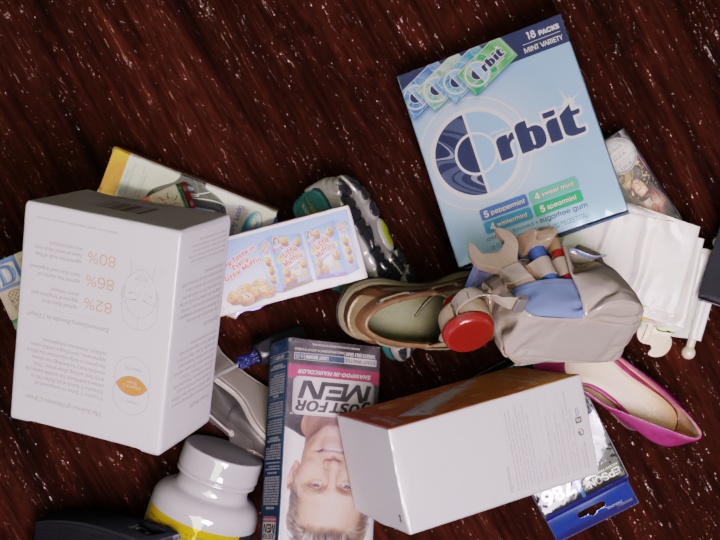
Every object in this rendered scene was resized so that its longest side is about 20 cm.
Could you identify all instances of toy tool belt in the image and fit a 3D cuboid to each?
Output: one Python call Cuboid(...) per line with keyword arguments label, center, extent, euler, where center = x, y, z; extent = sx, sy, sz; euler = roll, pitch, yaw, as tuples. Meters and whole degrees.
Cuboid(label="toy tool belt", center=(0.151, 0.018, 1.141), extent=(0.200, 0.123, 0.125), euler=(3, 135, -22))

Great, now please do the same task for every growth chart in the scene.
Cuboid(label="growth chart", center=(0.260, -0.003, 1.237), extent=(0.200, 0.018, 0.145), euler=(23, 96, -2))

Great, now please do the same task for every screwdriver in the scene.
Cuboid(label="screwdriver", center=(-0.133, 0.098, 1.229), extent=(0.200, 0.029, 0.028), euler=(-24, 71, -36))

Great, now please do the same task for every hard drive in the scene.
Cuboid(label="hard drive", center=(-0.258, 0.306, 1.227), extent=(0.200, 0.042, 0.135), euler=(-1, 80, 42))

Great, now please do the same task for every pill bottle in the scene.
Cuboid(label="pill bottle", center=(-0.168, 0.272, 1.257), extent=(0.111, 0.111, 0.200), euler=(19, 96, -1))

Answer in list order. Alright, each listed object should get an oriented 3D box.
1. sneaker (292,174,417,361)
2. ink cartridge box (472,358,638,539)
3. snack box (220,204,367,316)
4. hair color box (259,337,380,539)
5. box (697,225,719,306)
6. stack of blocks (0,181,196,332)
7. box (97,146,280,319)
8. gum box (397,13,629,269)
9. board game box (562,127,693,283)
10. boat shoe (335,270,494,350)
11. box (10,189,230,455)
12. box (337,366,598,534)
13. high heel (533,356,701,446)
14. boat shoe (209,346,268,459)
Cuboid(label="sneaker", center=(0.000, 0.000, 1.259), extent=(0.080, 0.078, 0.200), euler=(-20, 100, 32))
Cuboid(label="ink cartridge box", center=(0.202, 0.176, 1.280), extent=(0.099, 0.039, 0.200), euler=(-28, 95, 2))
Cuboid(label="snack box", center=(-0.098, -0.003, 1.177), extent=(0.200, 0.024, 0.072), euler=(-15, 94, 0))
Cuboid(label="hair color box", center=(-0.038, 0.171, 1.218), extent=(0.100, 0.061, 0.200), euler=(7, 78, -22))
Cuboid(label="box", center=(0.429, -0.045, 1.214), extent=(0.141, 0.079, 0.200), euler=(14, 96, -28))
Cuboid(label="stack of blocks", center=(-0.242, 0.006, 1.220), extent=(0.200, 0.059, 0.115), euler=(-23, 96, 3))
Cuboid(label="box", center=(-0.173, -0.034, 1.265), extent=(0.200, 0.041, 0.119), euler=(22, 96, -4))
Cuboid(label="gum box", center=(0.147, -0.122, 1.216), extent=(0.170, 0.045, 0.200), euler=(-20, 83, 13))
Cuboid(label="board game box", center=(0.214, -0.032, 1.261), extent=(0.200, 0.035, 0.136), euler=(-34, 94, 4))
Cuboid(label="boat shoe", center=(0.079, 0.046, 1.195), extent=(0.200, 0.074, 0.076), euler=(-4, 105, -19))
Cuboid(label="box", center=(-0.213, 0.041, 1.120), extent=(0.152, 0.106, 0.200), euler=(12, 103, 16))
Cuboid(label="box", center=(0.098, 0.161, 1.166), extent=(0.200, 0.124, 0.098), euler=(-13, 95, -23))
Cuboid(label="high heel", center=(0.241, 0.104, 1.209), extent=(0.200, 0.096, 0.067), euler=(45, 73, -21))
Cuboid(label="boat shoe", center=(-0.133, 0.136, 1.272), extent=(0.200, 0.067, 0.057), euler=(45, 117, 1))
